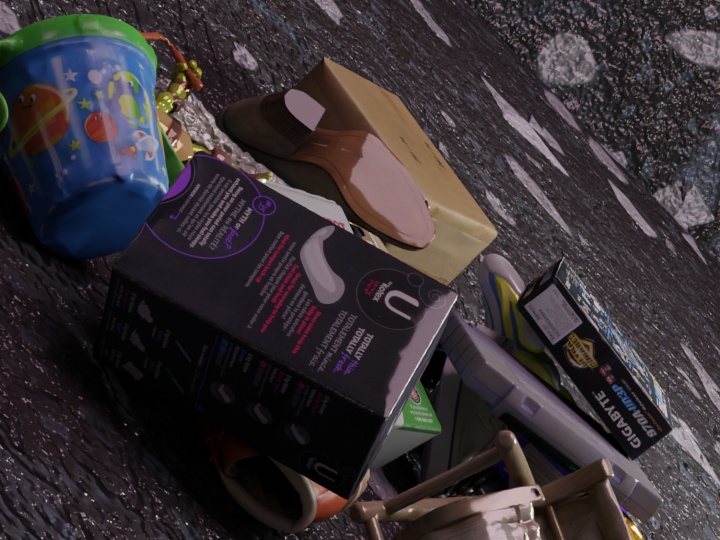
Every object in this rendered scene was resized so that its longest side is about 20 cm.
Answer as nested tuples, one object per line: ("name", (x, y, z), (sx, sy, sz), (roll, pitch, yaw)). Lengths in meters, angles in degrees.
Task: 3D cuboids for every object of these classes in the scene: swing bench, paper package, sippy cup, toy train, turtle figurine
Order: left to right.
("sippy cup", (-0.193, -0.085, 1.506), (0.176, 0.140, 0.131), (-7, 58, -24))
("turtle figurine", (-0.156, -0.091, 1.723), (0.161, 0.064, 0.201), (42, 35, -12))
("paper package", (0.017, -0.086, 2.113), (0.201, 0.103, 0.190), (54, 15, 24))
("toy train", (0.071, 0.189, 1.644), (0.034, 0.046, 0.200), (56, 21, 5))
("swing bench", (0.117, 0.234, 1.470), (0.200, 0.129, 0.200), (23, 44, -60))

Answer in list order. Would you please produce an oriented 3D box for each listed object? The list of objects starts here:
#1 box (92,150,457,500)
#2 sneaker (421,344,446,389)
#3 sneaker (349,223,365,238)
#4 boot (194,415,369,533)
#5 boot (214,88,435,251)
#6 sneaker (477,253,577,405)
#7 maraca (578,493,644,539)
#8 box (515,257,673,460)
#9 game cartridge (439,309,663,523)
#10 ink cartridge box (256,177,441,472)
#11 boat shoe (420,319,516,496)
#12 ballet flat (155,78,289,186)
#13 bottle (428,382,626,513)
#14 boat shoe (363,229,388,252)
("box", (-0.057, 0.035, 1.410), (0.199, 0.106, 0.123), (29, 52, 6))
("sneaker", (0.056, 0.069, 1.897), (0.078, 0.070, 0.200), (50, 17, -3))
("sneaker", (0.000, 0.000, 1.800), (0.200, 0.070, 0.100), (-44, 121, -67))
("boot", (-0.082, 0.091, 1.466), (0.200, 0.075, 0.107), (47, 24, 6))
("boot", (-0.043, -0.072, 1.855), (0.200, 0.146, 0.070), (47, 54, -7))
("sneaker", (0.123, 0.091, 1.920), (0.076, 0.104, 0.202), (12, 55, -78))
("maraca", (0.166, 0.228, 1.697), (0.136, 0.108, 0.200), (10, -1, 4))
("box", (0.200, 0.071, 1.842), (0.159, 0.046, 0.200), (53, 8, 0))
("game cartridge", (0.147, 0.117, 1.726), (0.199, 0.038, 0.130), (38, 13, -20))
("ink cartridge box", (-0.038, 0.045, 1.606), (0.146, 0.083, 0.201), (16, 46, -62))
("boat shoe", (0.095, 0.116, 1.789), (0.069, 0.071, 0.201), (14, 34, 3))
("ballet flat", (-0.119, -0.072, 1.807), (0.200, 0.072, 0.072), (44, 15, -4))
("bottle", (0.138, 0.169, 1.853), (0.200, 0.065, 0.084), (43, -20, 14))
("boat shoe", (-0.036, -0.054, 1.944), (0.201, 0.071, 0.064), (54, 16, 18))
